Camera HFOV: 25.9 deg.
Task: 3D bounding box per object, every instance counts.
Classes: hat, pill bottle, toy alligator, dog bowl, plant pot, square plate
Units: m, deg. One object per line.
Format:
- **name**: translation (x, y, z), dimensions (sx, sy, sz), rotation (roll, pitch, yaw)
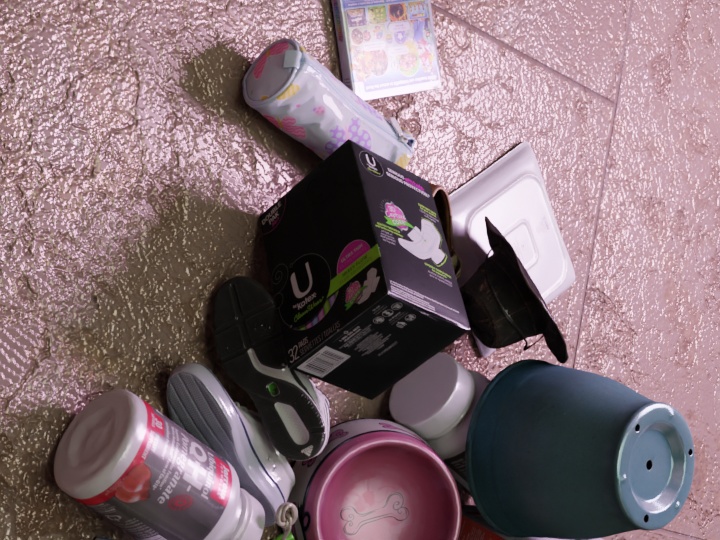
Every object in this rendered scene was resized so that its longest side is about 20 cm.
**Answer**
- **hat**: translation (0.156, 0.038, 1.760), dimensions (0.081, 0.201, 0.201), rotation (-31, 115, -1)
- **pill bottle**: translation (-0.186, 0.208, 1.496), dimensions (0.200, 0.110, 0.111), rotation (41, 63, -35)
- **toy alligator**: translation (-0.083, 0.302, 1.596), dimensions (0.059, 0.054, 0.201), rotation (-30, 132, -33)
- **dog bowl**: translation (0.019, 0.258, 1.660), dimensions (0.199, 0.074, 0.201), rotation (1, 87, -18)
- **plant pot**: translation (0.249, 0.203, 1.693), dimensions (0.200, 0.188, 0.201), rotation (-2, 94, -42)
- **square plate**: translation (0.182, -0.028, 1.895), dimensions (0.198, 0.028, 0.201), rotation (-36, 113, -37)
- **pill bottle**: translation (0.130, 0.186, 1.786), dimensions (0.200, 0.114, 0.114), rotation (43, 62, -34)

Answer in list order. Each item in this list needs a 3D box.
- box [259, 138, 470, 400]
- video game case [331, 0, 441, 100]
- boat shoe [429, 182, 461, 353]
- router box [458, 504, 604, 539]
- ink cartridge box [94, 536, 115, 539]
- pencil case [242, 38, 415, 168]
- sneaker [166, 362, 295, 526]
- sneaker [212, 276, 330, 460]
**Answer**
- **box**: translation (0.000, 0.000, 1.591), dimensions (0.124, 0.148, 0.201), rotation (25, 39, -40)
- **video game case**: translation (0.025, -0.296, 1.757), dimensions (0.143, 0.018, 0.201), rotation (-15, 100, -42)
- **boat shoe**: translation (0.074, -0.003, 1.762), dimensions (0.075, 0.074, 0.201), rotation (-12, 98, -42)
- **router box**: translation (0.216, 0.331, 1.818), dimensions (0.200, 0.179, 0.049), rotation (12, 98, -42)
- **ink cartridge box**: translation (-0.178, 0.345, 1.500), dimensions (0.200, 0.116, 0.067), rotation (52, 57, -30)
- **pencil case**: translation (-0.032, -0.162, 1.655), dimensions (0.200, 0.091, 0.083), rotation (34, 68, -36)
- **sneaker**: translation (-0.131, 0.166, 1.586), dimensions (0.200, 0.073, 0.071), rotation (64, 32, -26)
- **sneaker**: translation (-0.091, 0.105, 1.625), dimensions (0.075, 0.115, 0.201), rotation (-25, 81, 2)
